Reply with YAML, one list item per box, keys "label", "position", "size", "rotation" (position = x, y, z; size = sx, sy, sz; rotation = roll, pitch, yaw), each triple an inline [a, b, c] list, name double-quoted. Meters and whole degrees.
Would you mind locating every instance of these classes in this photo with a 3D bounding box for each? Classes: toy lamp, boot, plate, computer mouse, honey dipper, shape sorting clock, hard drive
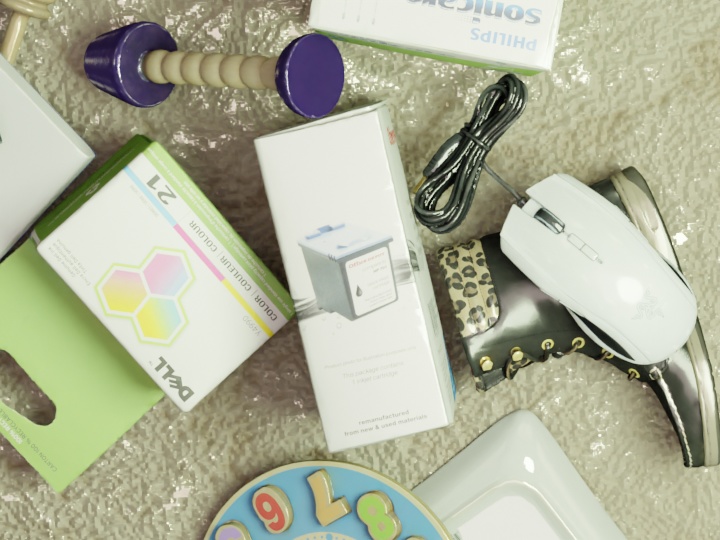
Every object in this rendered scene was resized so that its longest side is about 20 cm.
- label: "toy lamp"
  position: [-0.098, -0.128, 1.435]
  size: [0.199, 0.058, 0.059]
  rotation: [6, 97, 42]
- label: "boot"
  position: [0.144, 0.048, 1.485]
  size: [0.150, 0.073, 0.201]
  rotation: [-18, 90, 2]
- label: "plate"
  position: [0.092, 0.228, 1.523]
  size: [0.199, 0.032, 0.200]
  rotation: [-37, 92, 5]
- label: "computer mouse"
  position: [0.131, -0.023, 1.436]
  size: [0.200, 0.044, 0.110]
  rotation: [40, 85, 6]
- label: "honey dipper"
  position: [-0.240, -0.120, 1.501]
  size: [0.038, 0.038, 0.201]
  rotation: [21, 97, 0]
- label: "shape sorting clock"
  position: [-0.020, 0.224, 1.497]
  size: [0.199, 0.039, 0.201]
  rotation: [3, 100, 19]
- label: "hard drive"
  position: [-0.284, -0.051, 1.491]
  size: [0.132, 0.025, 0.200]
  rotation: [46, 104, 4]

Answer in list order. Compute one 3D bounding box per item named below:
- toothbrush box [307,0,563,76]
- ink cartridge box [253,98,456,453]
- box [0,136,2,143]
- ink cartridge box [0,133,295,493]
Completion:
- label: "toothbrush box"
  position: [0.049, -0.173, 1.406]
  size: [0.145, 0.200, 0.087]
  rotation: [11, 95, 1]
- label: "ink cartridge box"
  position: [0.000, 0.000, 1.449]
  size: [0.085, 0.146, 0.201]
  rotation: [-15, 94, 4]
- label: "box"
  position: [-0.342, -0.124, 1.463]
  size: [0.199, 0.046, 0.160]
  rotation: [-19, 85, 18]
- label: "ink cartridge box"
  position: [-0.162, 0.034, 1.466]
  size: [0.200, 0.076, 0.148]
  rotation: [-42, 104, -5]
